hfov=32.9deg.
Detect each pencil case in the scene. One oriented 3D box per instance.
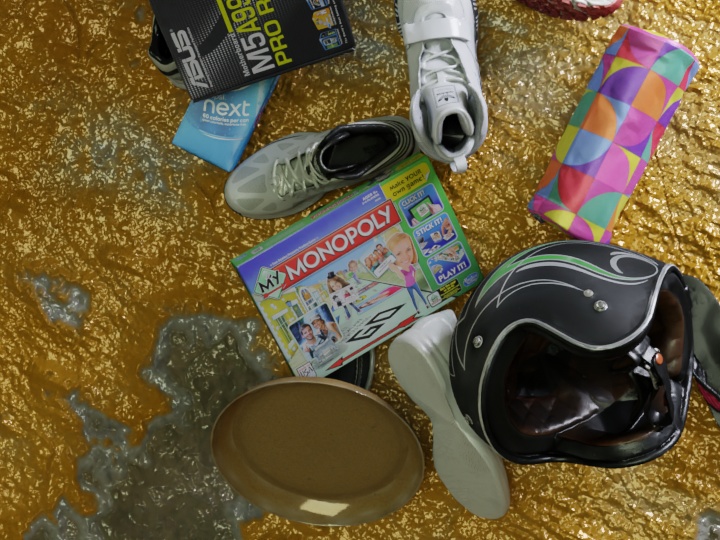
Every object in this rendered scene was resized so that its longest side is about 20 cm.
[{"bbox_3d":[0.224,-0.117,1.088,0.088,0.088,0.201,28,98,11],"label":"pencil case"}]

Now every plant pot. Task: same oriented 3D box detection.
[{"bbox_3d":[-0.039,0.165,1.131,0.199,0.028,0.201,5,131,6],"label":"plant pot"}]

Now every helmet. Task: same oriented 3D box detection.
[{"bbox_3d":[0.174,0.069,1.043,0.190,0.200,0.201,-1,91,29],"label":"helmet"}]

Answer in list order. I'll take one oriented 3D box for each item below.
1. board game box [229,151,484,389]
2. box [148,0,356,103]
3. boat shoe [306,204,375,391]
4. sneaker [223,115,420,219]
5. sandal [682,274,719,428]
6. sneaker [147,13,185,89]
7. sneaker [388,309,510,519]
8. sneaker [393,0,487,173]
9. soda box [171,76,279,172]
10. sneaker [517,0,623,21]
[{"bbox_3d":[0.000,0.000,1.107,0.200,0.029,0.135,-31,111,-9],"label":"board game box"},{"bbox_3d":[-0.106,-0.259,1.051,0.160,0.044,0.200,-17,128,2],"label":"box"},{"bbox_3d":[-0.031,0.039,1.159,0.075,0.060,0.201,-9,89,13],"label":"boat shoe"},{"bbox_3d":[-0.049,-0.103,1.133,0.200,0.115,0.076,-18,87,13],"label":"sneaker"},{"bbox_3d":[0.329,0.093,1.083,0.075,0.045,0.200,-39,82,11],"label":"sandal"},{"bbox_3d":[-0.152,-0.276,1.175,0.073,0.080,0.201,14,93,14],"label":"sneaker"},{"bbox_3d":[0.103,0.131,1.129,0.075,0.088,0.201,-8,111,46],"label":"sneaker"},{"bbox_3d":[0.074,-0.184,1.077,0.075,0.115,0.201,-9,110,5],"label":"sneaker"},{"bbox_3d":[-0.107,-0.198,1.164,0.064,0.068,0.201,26,97,-4],"label":"soda box"},{"bbox_3d":[0.149,-0.290,1.103,0.200,0.078,0.082,30,96,11],"label":"sneaker"}]
